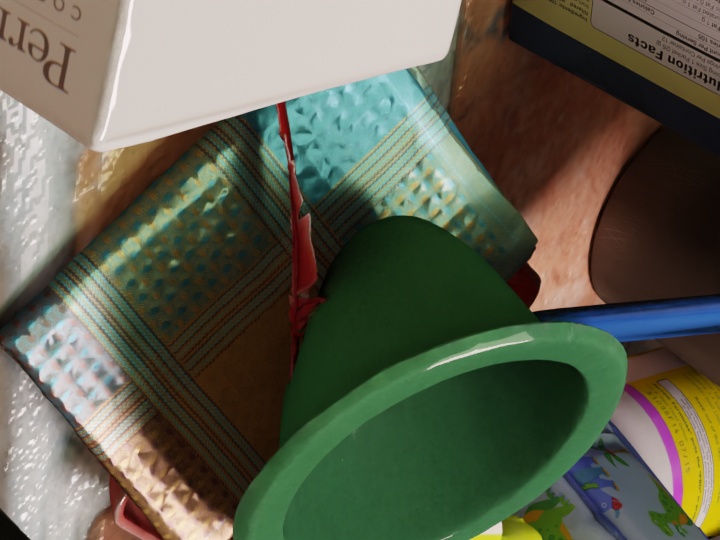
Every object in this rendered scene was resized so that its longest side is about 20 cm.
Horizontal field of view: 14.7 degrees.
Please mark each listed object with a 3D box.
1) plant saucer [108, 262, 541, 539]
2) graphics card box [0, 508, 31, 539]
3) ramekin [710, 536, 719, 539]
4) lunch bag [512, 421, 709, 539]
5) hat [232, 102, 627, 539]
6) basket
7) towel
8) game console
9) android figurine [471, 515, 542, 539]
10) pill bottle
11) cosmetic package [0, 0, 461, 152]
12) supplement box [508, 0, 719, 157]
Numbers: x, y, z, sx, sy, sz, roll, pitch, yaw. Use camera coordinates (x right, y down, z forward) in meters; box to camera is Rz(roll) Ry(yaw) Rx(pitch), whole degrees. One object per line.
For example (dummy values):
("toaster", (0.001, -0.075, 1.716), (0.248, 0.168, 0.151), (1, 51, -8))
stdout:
("plant saucer", (-0.019, 0.045, 1.222), (0.200, 0.037, 0.200), (-55, 149, -4))
("graphics card box", (-0.185, 0.088, 0.861), (0.125, 0.200, 0.051), (-36, 158, -33))
("ramekin", (0.153, 0.221, 1.472), (0.202, 0.095, 0.202), (-31, -179, 0))
("lunch bag", (0.097, 0.175, 1.334), (0.082, 0.200, 0.161), (-1, 136, -54))
("hat", (0.000, 0.000, 1.114), (0.165, 0.177, 0.200), (-6, 145, -35))
("basket", (0.224, 0.015, 1.383), (0.136, 0.200, 0.181), (-49, 148, -12))
("towel", (-0.034, 0.006, 1.118), (0.200, 0.022, 0.147), (-43, 123, -11))
("game console", (0.152, -0.024, 1.211), (0.172, 0.118, 0.200), (-64, 180, -4))
("android figurine", (0.016, 0.137, 1.209), (0.181, 0.041, 0.202), (9, 83, -50))
("pill bottle", (0.164, 0.092, 1.460), (0.199, 0.104, 0.105), (-12, 128, -50))
("cosmetic package", (-0.060, -0.170, 0.840), (0.164, 0.164, 0.201), (-18, 131, -47))
("supplement box", (0.184, -0.189, 1.203), (0.199, 0.134, 0.201), (-31, 140, -37))
